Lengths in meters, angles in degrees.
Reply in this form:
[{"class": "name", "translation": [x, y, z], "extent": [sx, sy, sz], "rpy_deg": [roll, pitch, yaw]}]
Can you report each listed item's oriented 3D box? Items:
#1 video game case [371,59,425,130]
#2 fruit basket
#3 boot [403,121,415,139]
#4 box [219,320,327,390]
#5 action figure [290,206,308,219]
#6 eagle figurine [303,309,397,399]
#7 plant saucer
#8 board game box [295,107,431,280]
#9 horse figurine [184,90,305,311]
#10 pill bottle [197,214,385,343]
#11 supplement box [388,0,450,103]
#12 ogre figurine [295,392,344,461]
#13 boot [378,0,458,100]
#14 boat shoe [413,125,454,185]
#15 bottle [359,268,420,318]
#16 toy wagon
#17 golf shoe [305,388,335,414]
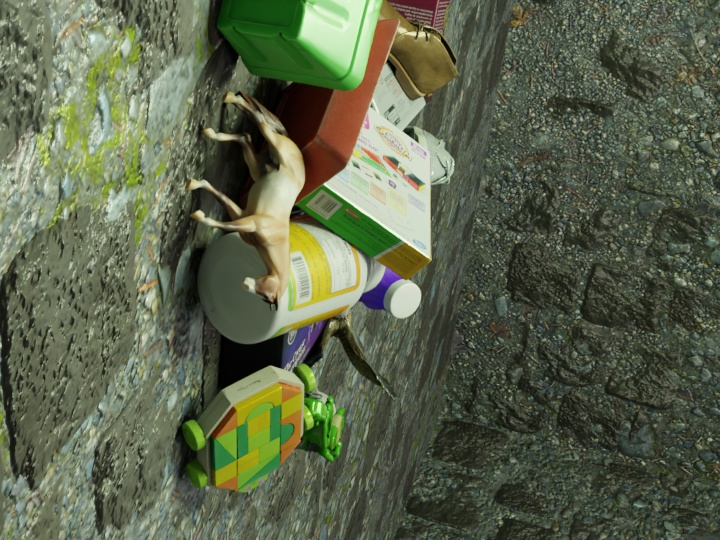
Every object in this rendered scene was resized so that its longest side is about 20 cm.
[{"class": "video game case", "translation": [0.019, -0.263, 1.517], "extent": [0.182, 0.023, 0.200], "rpy_deg": [67, 23, -14]}, {"class": "fruit basket", "translation": [-0.038, -0.274, 1.162], "extent": [0.216, 0.155, 0.216], "rpy_deg": [-34, 131, -51]}, {"class": "boot", "translation": [0.031, -0.174, 1.685], "extent": [0.200, 0.066, 0.165], "rpy_deg": [123, -18, -75]}, {"class": "box", "translation": [-0.092, 0.039, 1.432], "extent": [0.200, 0.079, 0.141], "rpy_deg": [-60, 158, -56]}, {"class": "action figure", "translation": [-0.040, -0.120, 1.430], "extent": [0.119, 0.102, 0.200], "rpy_deg": [102, 5, -53]}, {"class": "eagle figurine", "translation": [-0.032, 0.083, 1.611], "extent": [0.151, 0.151, 0.200], "rpy_deg": [46, 38, -50]}, {"class": "plant saucer", "translation": [-0.051, -0.154, 1.259], "extent": [0.200, 0.037, 0.200], "rpy_deg": [-31, -145, 51]}, {"class": "board game box", "translation": [0.009, -0.101, 1.314], "extent": [0.040, 0.153, 0.200], "rpy_deg": [-42, -154, 31]}, {"class": "horse figurine", "translation": [-0.098, -0.079, 1.135], "extent": [0.132, 0.050, 0.200], "rpy_deg": [33, 52, -35]}, {"class": "pill bottle", "translation": [-0.063, 0.002, 1.263], "extent": [0.200, 0.111, 0.111], "rpy_deg": [-17, 123, -52]}, {"class": "supplement box", "translation": [0.071, -0.342, 1.760], "extent": [0.110, 0.085, 0.200], "rpy_deg": [-46, 148, -71]}, {"class": "ogre figurine", "translation": [-0.089, 0.190, 1.524], "extent": [0.200, 0.120, 0.098], "rpy_deg": [18, 82, -81]}, {"class": "boot", "translation": [0.056, -0.295, 1.500], "extent": [0.200, 0.075, 0.074], "rpy_deg": [46, 35, -46]}, {"class": "boat shoe", "translation": [0.097, -0.153, 1.687], "extent": [0.201, 0.071, 0.070], "rpy_deg": [-86, -165, -71]}, {"class": "bottle", "translation": [0.000, 0.000, 1.540], "extent": [0.083, 0.200, 0.065], "rpy_deg": [-13, 119, -33]}, {"class": "toy wagon", "translation": [-0.120, 0.189, 1.354], "extent": [0.155, 0.040, 0.200], "rpy_deg": [-25, 141, -27]}, {"class": "golf shoe", "translation": [-0.075, 0.182, 1.725], "extent": [0.200, 0.078, 0.097], "rpy_deg": [-25, 123, -78]}]
